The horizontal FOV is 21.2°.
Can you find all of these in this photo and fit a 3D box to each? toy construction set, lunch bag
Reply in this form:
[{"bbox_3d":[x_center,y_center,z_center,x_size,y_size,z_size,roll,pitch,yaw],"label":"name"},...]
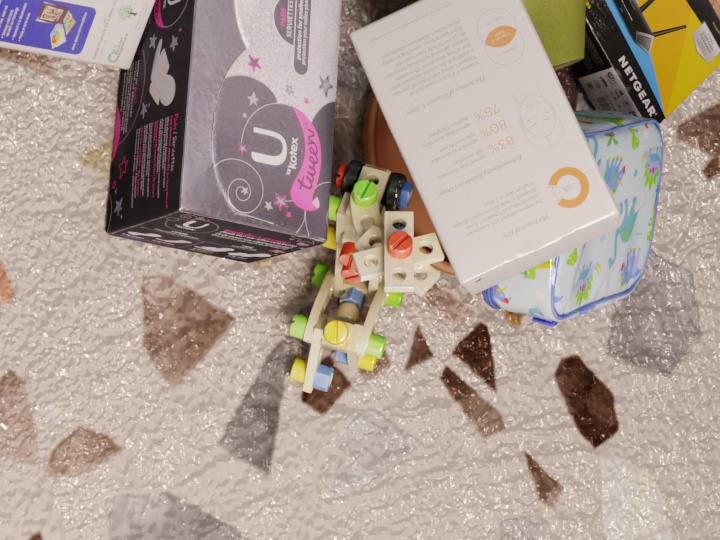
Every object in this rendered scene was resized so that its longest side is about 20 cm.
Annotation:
[{"bbox_3d":[0.000,0.000,1.422,0.092,0.200,0.132,23,61,-6],"label":"toy construction set"},{"bbox_3d":[0.169,-0.044,1.538,0.200,0.082,0.162,-17,114,-57],"label":"lunch bag"}]

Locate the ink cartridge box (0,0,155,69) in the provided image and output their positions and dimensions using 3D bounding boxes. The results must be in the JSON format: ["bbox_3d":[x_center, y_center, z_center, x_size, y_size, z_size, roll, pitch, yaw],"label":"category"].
[{"bbox_3d":[-0.237,-0.204,1.337,0.199,0.039,0.100,7,121,-36],"label":"ink cartridge box"}]

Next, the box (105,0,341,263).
[{"bbox_3d":[-0.096,-0.119,1.408,0.132,0.115,0.201,11,77,-33],"label":"box"}]

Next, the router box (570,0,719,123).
[{"bbox_3d":[0.231,-0.238,1.694,0.149,0.051,0.200,-43,107,-33],"label":"router box"}]

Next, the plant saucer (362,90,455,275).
[{"bbox_3d":[0.079,-0.093,1.576,0.199,0.037,0.201,5,81,-35],"label":"plant saucer"}]

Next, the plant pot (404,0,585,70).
[{"bbox_3d":[0.101,-0.246,1.516,0.187,0.187,0.201,-19,92,-35],"label":"plant pot"}]

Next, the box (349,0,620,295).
[{"bbox_3d":[0.091,-0.100,1.394,0.124,0.097,0.201,-24,82,5],"label":"box"}]
